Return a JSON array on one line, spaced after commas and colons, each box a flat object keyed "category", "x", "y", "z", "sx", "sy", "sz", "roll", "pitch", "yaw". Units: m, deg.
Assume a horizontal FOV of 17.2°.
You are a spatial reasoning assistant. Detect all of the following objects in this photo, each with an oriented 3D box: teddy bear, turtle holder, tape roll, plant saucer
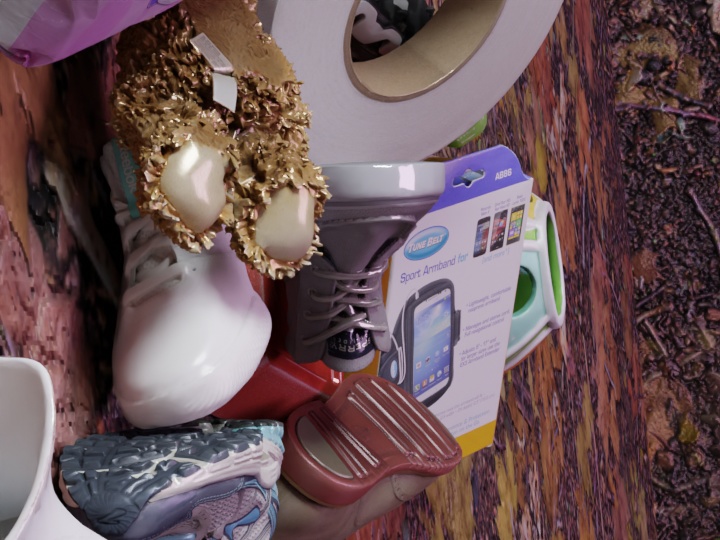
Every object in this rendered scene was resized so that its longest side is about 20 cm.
[{"category": "teddy bear", "x": -0.075, "y": -0.081, "z": 1.018, "sx": 0.145, "sy": 0.067, "sz": 0.200, "roll": -4, "pitch": 61, "yaw": -49}, {"category": "turtle holder", "x": 0.056, "y": -0.017, "z": 1.485, "sx": 0.141, "sy": 0.131, "sz": 0.186, "roll": 26, "pitch": 59, "yaw": -75}, {"category": "tape roll", "x": 0.023, "y": -0.138, "z": 1.168, "sx": 0.037, "sy": 0.203, "sz": 0.203, "roll": 41, "pitch": -14, "yaw": 34}, {"category": "plant saucer", "x": -0.047, "y": -0.016, "z": 1.253, "sx": 0.200, "sy": 0.037, "sz": 0.201, "roll": 39, "pitch": 48, "yaw": -72}]

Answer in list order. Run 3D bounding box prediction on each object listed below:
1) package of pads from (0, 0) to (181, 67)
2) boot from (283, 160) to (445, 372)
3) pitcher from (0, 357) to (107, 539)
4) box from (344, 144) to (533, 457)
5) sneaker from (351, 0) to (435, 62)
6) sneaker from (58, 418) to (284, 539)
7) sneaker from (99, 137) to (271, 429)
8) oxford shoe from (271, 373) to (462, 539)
[{"category": "package of pads", "x": -0.072, "y": -0.160, "z": 0.924, "sx": 0.076, "sy": 0.121, "sz": 0.200, "roll": 44, "pitch": 32, "yaw": 5}, {"category": "boot", "x": 0.000, "y": 0.000, "z": 1.130, "sx": 0.200, "sy": 0.073, "sz": 0.096, "roll": 149, "pitch": -61, "yaw": -85}, {"category": "pitcher", "x": -0.111, "y": 0.155, "z": 0.760, "sx": 0.172, "sy": 0.121, "sz": 0.200, "roll": -58, "pitch": 134, "yaw": -37}, {"category": "box", "x": 0.038, "y": 0.023, "z": 1.361, "sx": 0.119, "sy": 0.041, "sz": 0.201, "roll": -19, "pitch": 123, "yaw": -44}, {"category": "sneaker", "x": -0.053, "y": -0.164, "z": 1.222, "sx": 0.200, "sy": 0.090, "sz": 0.067, "roll": 45, "pitch": 33, "yaw": -29}, {"category": "sneaker", "x": -0.070, "y": 0.109, "z": 1.009, "sx": 0.200, "sy": 0.077, "sz": 0.087, "roll": 1, "pitch": 86, "yaw": -77}, {"category": "sneaker", "x": -0.086, "y": -0.016, "z": 1.039, "sx": 0.200, "sy": 0.075, "sz": 0.089, "roll": -88, "pitch": 154, "yaw": -54}, {"category": "oxford shoe", "x": -0.010, "y": 0.105, "z": 1.264, "sx": 0.070, "sy": 0.075, "sz": 0.200, "roll": 46, "pitch": 19, "yaw": 18}]
